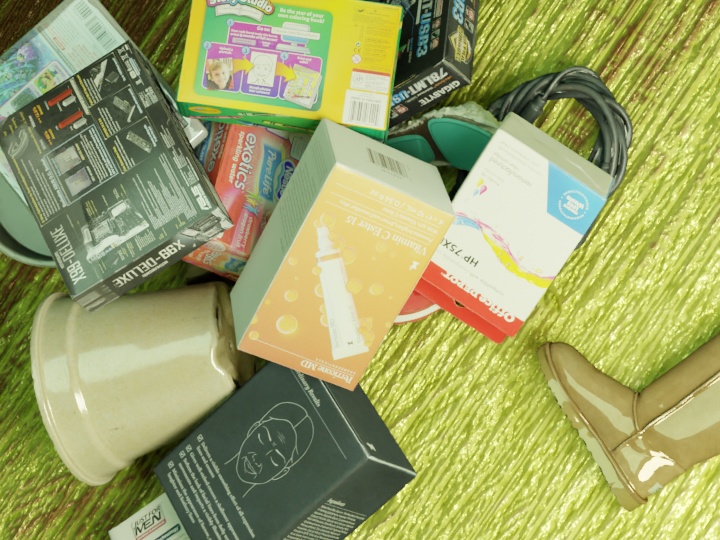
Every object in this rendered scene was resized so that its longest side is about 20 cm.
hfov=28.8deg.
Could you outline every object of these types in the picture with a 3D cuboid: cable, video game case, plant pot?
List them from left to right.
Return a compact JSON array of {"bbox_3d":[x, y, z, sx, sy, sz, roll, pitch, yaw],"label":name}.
[{"bbox_3d":[-0.275,-0.147,1.359,0.182,0.024,0.200,-41,78,-1],"label":"video game case"},{"bbox_3d":[-0.206,0.099,1.420,0.181,0.201,0.203,-15,67,11],"label":"plant pot"},{"bbox_3d":[0.173,-0.104,1.351,0.162,0.051,0.202,23,89,37],"label":"cable"}]

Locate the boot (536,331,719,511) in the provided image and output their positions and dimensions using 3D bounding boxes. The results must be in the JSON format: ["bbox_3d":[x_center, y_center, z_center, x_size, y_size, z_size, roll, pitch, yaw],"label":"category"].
[{"bbox_3d":[0.276,0.089,1.219,0.199,0.066,0.176,-36,72,15],"label":"boot"}]

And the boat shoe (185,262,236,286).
[{"bbox_3d":[-0.102,-0.034,1.459,0.198,0.071,0.065,-15,68,26],"label":"boat shoe"}]

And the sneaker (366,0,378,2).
[{"bbox_3d":[-0.024,-0.243,1.401,0.069,0.093,0.203,9,68,-14],"label":"sneaker"}]

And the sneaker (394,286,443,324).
[{"bbox_3d":[0.000,0.000,1.362,0.198,0.115,0.079,-14,62,25],"label":"sneaker"}]

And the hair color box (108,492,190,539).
[{"bbox_3d":[-0.168,0.325,1.385,0.099,0.060,0.202,-34,61,15],"label":"hair color box"}]

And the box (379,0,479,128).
[{"bbox_3d":[0.034,-0.236,1.406,0.197,0.049,0.202,-23,48,39],"label":"box"}]

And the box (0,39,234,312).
[{"bbox_3d":[-0.230,-0.088,1.291,0.157,0.050,0.201,-32,70,2],"label":"box"}]

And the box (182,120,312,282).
[{"bbox_3d":[-0.112,-0.101,1.374,0.094,0.102,0.203,-13,60,54],"label":"box"}]

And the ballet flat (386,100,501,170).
[{"bbox_3d":[0.085,-0.137,1.363,0.199,0.071,0.073,3,74,53],"label":"ballet flat"}]

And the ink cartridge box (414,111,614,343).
[{"bbox_3d":[0.127,-0.025,1.271,0.115,0.067,0.201,32,115,3],"label":"ink cartridge box"}]

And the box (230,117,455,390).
[{"bbox_3d":[-0.020,-0.013,1.268,0.201,0.123,0.098,-61,22,23],"label":"box"}]

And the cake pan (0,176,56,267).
[{"bbox_3d":[-0.293,-0.100,1.383,0.197,0.037,0.204,-1,79,7],"label":"cake pan"}]

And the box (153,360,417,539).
[{"bbox_3d":[-0.074,0.193,1.349,0.200,0.107,0.149,-42,59,12],"label":"box"}]

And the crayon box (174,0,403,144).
[{"bbox_3d":[-0.065,-0.193,1.297,0.197,0.058,0.121,8,80,0],"label":"crayon box"}]
